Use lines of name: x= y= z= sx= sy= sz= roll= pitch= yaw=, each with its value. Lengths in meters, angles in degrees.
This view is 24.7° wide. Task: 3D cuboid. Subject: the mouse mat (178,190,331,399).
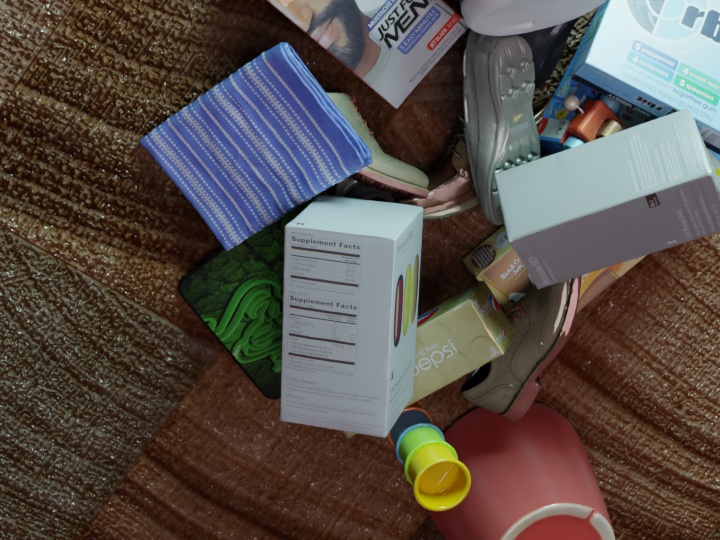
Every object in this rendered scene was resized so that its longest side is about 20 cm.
mouse mat: x=-0.070 y=0.023 z=1.661 sx=0.200 sy=0.008 sz=0.161 roll=-37 pitch=97 yaw=24

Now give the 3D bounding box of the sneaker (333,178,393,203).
sneaker: x=0.000 y=0.000 z=1.685 sx=0.074 sy=0.087 sz=0.200 roll=1 pitch=114 yaw=-16

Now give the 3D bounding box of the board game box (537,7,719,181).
board game box: x=0.301 y=-0.168 z=1.671 sx=0.200 sy=0.056 sz=0.196 roll=30 pitch=84 yaw=-25

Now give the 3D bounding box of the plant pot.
plant pot: x=0.183 y=0.269 z=1.810 sx=0.200 sy=0.177 sz=0.201 roll=-6 pitch=116 yaw=-12

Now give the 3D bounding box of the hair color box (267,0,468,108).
hair color box: x=-0.006 y=-0.261 z=1.576 sx=0.200 sy=0.064 sz=0.111 roll=37 pitch=102 yaw=-25

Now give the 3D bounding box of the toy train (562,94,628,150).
toy train: x=0.296 y=-0.161 z=1.607 sx=0.200 sy=0.056 sz=0.150 roll=-48 pitch=113 yaw=-12

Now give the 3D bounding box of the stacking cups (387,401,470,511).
stacking cups: x=0.059 y=0.178 z=1.719 sx=0.060 sy=0.200 sz=0.061 roll=-5 pitch=112 yaw=-12

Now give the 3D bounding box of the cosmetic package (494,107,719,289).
cosmetic package: x=0.238 y=-0.066 z=1.562 sx=0.200 sy=0.090 sz=0.107 roll=-22 pitch=145 yaw=14

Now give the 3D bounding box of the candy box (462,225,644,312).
candy box: x=0.223 y=-0.028 z=1.750 sx=0.200 sy=0.055 sz=0.115 roll=-40 pitch=117 yaw=6

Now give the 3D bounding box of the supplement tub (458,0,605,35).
supplement tub: x=0.142 y=-0.329 z=1.498 sx=0.144 sy=0.145 sz=0.201 roll=-12 pitch=81 yaw=-9

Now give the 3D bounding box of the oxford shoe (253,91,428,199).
oxford shoe: x=-0.013 y=-0.135 z=1.609 sx=0.200 sy=0.070 sz=0.075 roll=28 pitch=84 yaw=-9

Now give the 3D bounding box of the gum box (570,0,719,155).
gum box: x=0.316 y=-0.237 z=1.585 sx=0.170 sy=0.045 sz=0.200 roll=26 pitch=70 yaw=-6

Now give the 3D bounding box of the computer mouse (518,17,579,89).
computer mouse: x=0.163 y=-0.260 z=1.597 sx=0.053 sy=0.138 sz=0.200 roll=-21 pitch=141 yaw=-54

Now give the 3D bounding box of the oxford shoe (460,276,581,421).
oxford shoe: x=0.167 y=0.062 z=1.701 sx=0.075 sy=0.070 sz=0.200 roll=19 pitch=109 yaw=-11

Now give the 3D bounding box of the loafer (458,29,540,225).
loafer: x=0.132 y=-0.142 z=1.605 sx=0.070 sy=0.070 sz=0.201 roll=-19 pitch=122 yaw=-30

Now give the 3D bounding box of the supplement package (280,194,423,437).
supplement package: x=-0.008 y=0.041 z=1.585 sx=0.109 sy=0.114 sz=0.201 roll=8 pitch=111 yaw=14

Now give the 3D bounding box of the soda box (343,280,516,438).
soda box: x=0.056 y=0.091 z=1.680 sx=0.200 sy=0.064 sz=0.068 roll=-30 pitch=96 yaw=24

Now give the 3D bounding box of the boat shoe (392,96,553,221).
boat shoe: x=0.122 y=-0.117 z=1.677 sx=0.200 sy=0.076 sz=0.074 roll=-26 pitch=113 yaw=-11

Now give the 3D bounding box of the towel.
towel: x=-0.101 y=-0.115 z=1.580 sx=0.200 sy=0.024 sz=0.145 roll=-30 pitch=106 yaw=30
